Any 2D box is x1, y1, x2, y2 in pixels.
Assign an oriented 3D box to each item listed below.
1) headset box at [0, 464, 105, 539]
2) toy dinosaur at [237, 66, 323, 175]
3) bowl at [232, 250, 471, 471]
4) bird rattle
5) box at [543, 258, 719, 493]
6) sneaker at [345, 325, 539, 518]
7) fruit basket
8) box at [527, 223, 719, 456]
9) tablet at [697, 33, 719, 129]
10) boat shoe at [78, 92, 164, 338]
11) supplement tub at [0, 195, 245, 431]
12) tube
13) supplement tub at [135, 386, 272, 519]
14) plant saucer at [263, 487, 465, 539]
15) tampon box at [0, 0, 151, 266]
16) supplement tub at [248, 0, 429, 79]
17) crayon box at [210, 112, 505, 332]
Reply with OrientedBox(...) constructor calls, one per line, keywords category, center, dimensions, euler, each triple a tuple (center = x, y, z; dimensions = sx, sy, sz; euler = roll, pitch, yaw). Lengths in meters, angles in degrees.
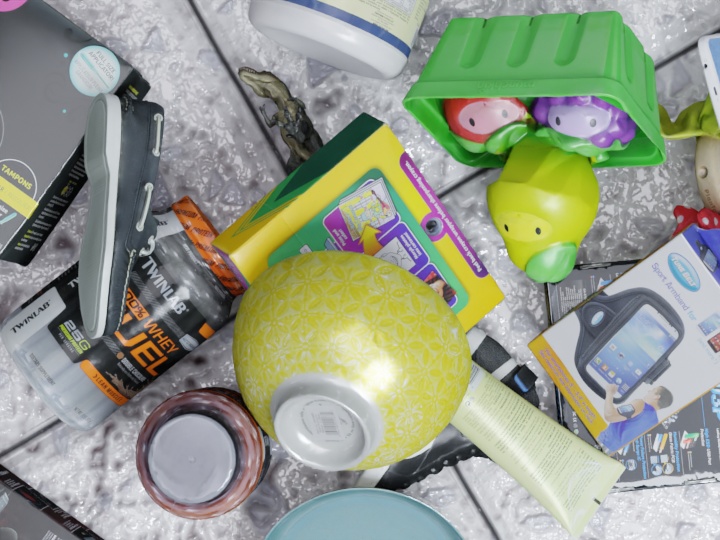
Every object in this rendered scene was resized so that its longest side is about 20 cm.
OrientedBox(category="headset box", center=(-0.282, 0.285, 1.656), dimensions=(0.199, 0.075, 0.149), euler=(36, 88, 3))
OrientedBox(category="toy dinosaur", center=(-0.049, -0.098, 1.660), dimensions=(0.047, 0.088, 0.201), euler=(-28, 86, 10))
OrientedBox(category="bowl", center=(-0.018, 0.095, 1.529), dimensions=(0.199, 0.108, 0.201), euler=(9, 130, 11))
OrientedBox(category="bird rattle", center=(0.329, -0.077, 1.630), dimensions=(0.162, 0.113, 0.201), euler=(1, 67, -32))
OrientedBox(category="box", center=(0.247, 0.089, 1.666), dimensions=(0.158, 0.046, 0.202), euler=(-6, 87, 1))
OrientedBox(category="sneaker", center=(0.081, 0.158, 1.654), dimensions=(0.112, 0.073, 0.200), euler=(37, 88, 3))
OrientedBox(category="fruit basket", center=(0.147, -0.101, 1.607), dimensions=(0.214, 0.155, 0.217), euler=(-13, 62, 25))
OrientedBox(category="box", center=(0.247, 0.053, 1.578), dimensions=(0.200, 0.041, 0.119), euler=(-39, 85, 33))
OrientedBox(category="tablet", center=(0.348, -0.141, 1.616), dimensions=(0.014, 0.199, 0.131), euler=(-18, 88, 38))
OrientedBox(category="boat shoe", center=(-0.191, -0.044, 1.562), dimensions=(0.060, 0.075, 0.202), euler=(5, 89, -27))
OrientedBox(category="supplement tub", center=(-0.198, 0.034, 1.641), dimensions=(0.200, 0.123, 0.123), euler=(-39, 87, 0))
OrientedBox(category="tube", center=(0.126, 0.136, 1.610), dimensions=(0.200, 0.052, 0.058), euler=(38, 115, -4))
OrientedBox(category="supplement tub", center=(-0.130, 0.152, 1.596), dimensions=(0.106, 0.200, 0.108), euler=(0, 88, 0))
OrientedBox(category="plant saucer", center=(0.005, 0.271, 1.644), dimensions=(0.198, 0.027, 0.202), euler=(1, 111, 1))
OrientedBox(category="tampon box", center=(-0.301, -0.128, 1.648), dimensions=(0.149, 0.126, 0.201), euler=(35, 88, 2))
OrientedBox(category="supplement tub", center=(0.001, -0.279, 1.639), dimensions=(0.144, 0.145, 0.201), euler=(20, 88, 2))
OrientedBox(category="crayon box", center=(0.000, 0.000, 1.619), dimensions=(0.172, 0.058, 0.200), euler=(-40, 115, -8))
